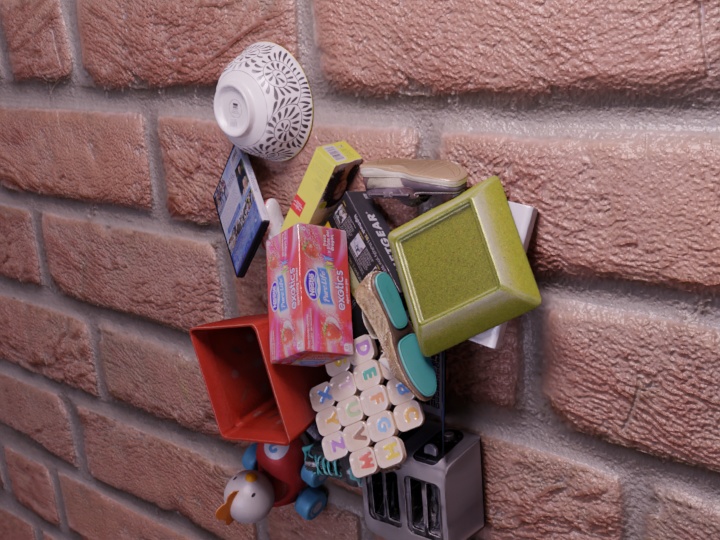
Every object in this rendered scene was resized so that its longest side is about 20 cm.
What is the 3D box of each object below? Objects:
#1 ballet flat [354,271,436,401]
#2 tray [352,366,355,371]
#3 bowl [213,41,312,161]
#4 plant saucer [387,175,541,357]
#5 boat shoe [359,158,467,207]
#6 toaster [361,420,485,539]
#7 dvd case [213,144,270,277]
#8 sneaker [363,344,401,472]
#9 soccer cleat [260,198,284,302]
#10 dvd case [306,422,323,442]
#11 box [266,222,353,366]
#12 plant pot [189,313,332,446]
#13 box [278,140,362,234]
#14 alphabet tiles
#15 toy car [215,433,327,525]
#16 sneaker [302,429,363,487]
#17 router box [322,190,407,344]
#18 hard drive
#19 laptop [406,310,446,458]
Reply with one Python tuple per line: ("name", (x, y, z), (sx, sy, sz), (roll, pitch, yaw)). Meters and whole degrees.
("ballet flat", (0.048, 0.100, 1.321), (0.065, 0.070, 0.202), (-27, 81, 41))
("tray", (-0.021, 0.127, 1.539), (0.200, 0.022, 0.108), (45, 144, 22))
("bowl", (-0.182, -0.274, 1.502), (0.199, 0.094, 0.203), (16, 115, 38))
("plant saucer", (0.129, -0.008, 1.262), (0.199, 0.048, 0.202), (-28, 67, 29))
("boat shoe", (0.080, -0.127, 1.342), (0.198, 0.072, 0.066), (11, 118, 42))
("toaster", (0.101, 0.351, 1.460), (0.179, 0.118, 0.203), (10, 112, 40))
("dvd case", (-0.211, -0.109, 1.581), (0.143, 0.017, 0.201), (-59, 41, 40))
("sneaker", (0.050, 0.213, 1.404), (0.075, 0.070, 0.203), (9, 86, 29))
("soccer cleat", (-0.129, -0.026, 1.568), (0.084, 0.069, 0.203), (2, 106, 26))
("dvd case", (-0.100, 0.202, 1.641), (0.148, 0.016, 0.202), (38, 132, 30))
("box", (-0.081, 0.040, 1.398), (0.102, 0.094, 0.203), (-23, 65, 50))
("plant pot", (-0.141, 0.160, 1.520), (0.199, 0.175, 0.202), (-7, 102, 48))
("box", (-0.070, -0.114, 1.474), (0.050, 0.075, 0.201), (45, 130, 20))
("alphabet tiles", (0.004, 0.207, 1.379), (0.194, 0.015, 0.202), (-27, 69, 30))
("toy car", (-0.185, 0.391, 1.666), (0.183, 0.199, 0.179), (32, 129, 28))
("sneaker", (-0.049, 0.331, 1.546), (0.200, 0.090, 0.079), (-179, 79, -76))
("router box", (0.000, 0.000, 1.435), (0.158, 0.052, 0.201), (-52, 55, 40))
("hard drive", (0.166, -0.004, 1.286), (0.131, 0.026, 0.203), (18, 94, 36))
("laptop", (0.081, 0.157, 1.409), (0.198, 0.115, 0.190), (14, 114, 37))
